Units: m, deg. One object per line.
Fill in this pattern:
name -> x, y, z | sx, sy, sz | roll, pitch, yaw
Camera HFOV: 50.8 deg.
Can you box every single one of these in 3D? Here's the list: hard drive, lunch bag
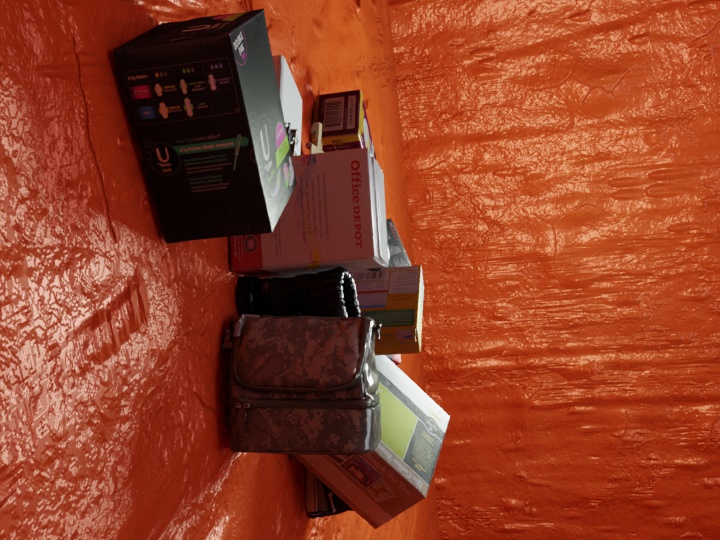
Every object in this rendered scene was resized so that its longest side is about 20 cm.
hard drive -> -0.127, -0.234, 1.264 | 0.132, 0.026, 0.203 | 65, 23, -64
lunch bag -> -0.071, 0.140, 0.962 | 0.139, 0.196, 0.171 | 39, 52, -80

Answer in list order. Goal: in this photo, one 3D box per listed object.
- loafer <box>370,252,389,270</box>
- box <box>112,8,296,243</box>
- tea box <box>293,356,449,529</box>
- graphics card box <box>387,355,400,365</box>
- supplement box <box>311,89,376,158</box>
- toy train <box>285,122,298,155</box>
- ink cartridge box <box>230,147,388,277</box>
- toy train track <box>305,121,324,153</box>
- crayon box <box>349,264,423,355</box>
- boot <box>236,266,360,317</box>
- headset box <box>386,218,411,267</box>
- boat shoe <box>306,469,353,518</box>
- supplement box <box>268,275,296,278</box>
loafer -> -0.021, -0.063, 1.172 | 0.200, 0.073, 0.072 | 45, -1, 31
box -> -0.153, -0.154, 0.800 | 0.149, 0.122, 0.203 | -77, 160, -63
tea box -> 0.020, 0.269, 1.254 | 0.200, 0.133, 0.197 | 43, 33, -7
graphics card box -> -0.006, 0.098, 1.461 | 0.199, 0.051, 0.127 | 29, 50, -36
supplement box -> -0.031, -0.256, 1.598 | 0.201, 0.101, 0.133 | 73, 15, -54
toy train -> -0.117, -0.122, 1.156 | 0.046, 0.034, 0.204 | 6, 89, -67
ink cartridge box -> -0.066, -0.073, 1.046 | 0.145, 0.196, 0.148 | 24, 63, -78
toy train track -> -0.095, -0.173, 1.413 | 0.115, 0.032, 0.204 | 3, 91, -80
crayon box -> 0.034, 0.071, 1.197 | 0.201, 0.123, 0.052 | -79, 162, -56
boot -> -0.073, 0.079, 1.068 | 0.212, 0.155, 0.080 | 72, 17, -53
headset box -> 0.000, 0.000, 1.416 | 0.198, 0.077, 0.151 | -18, 81, -42
boat shoe -> -0.046, 0.321, 1.309 | 0.075, 0.091, 0.204 | 19, 68, -79
supplement box -> -0.075, 0.064, 1.225 | 0.201, 0.099, 0.105 | 70, 18, -59
